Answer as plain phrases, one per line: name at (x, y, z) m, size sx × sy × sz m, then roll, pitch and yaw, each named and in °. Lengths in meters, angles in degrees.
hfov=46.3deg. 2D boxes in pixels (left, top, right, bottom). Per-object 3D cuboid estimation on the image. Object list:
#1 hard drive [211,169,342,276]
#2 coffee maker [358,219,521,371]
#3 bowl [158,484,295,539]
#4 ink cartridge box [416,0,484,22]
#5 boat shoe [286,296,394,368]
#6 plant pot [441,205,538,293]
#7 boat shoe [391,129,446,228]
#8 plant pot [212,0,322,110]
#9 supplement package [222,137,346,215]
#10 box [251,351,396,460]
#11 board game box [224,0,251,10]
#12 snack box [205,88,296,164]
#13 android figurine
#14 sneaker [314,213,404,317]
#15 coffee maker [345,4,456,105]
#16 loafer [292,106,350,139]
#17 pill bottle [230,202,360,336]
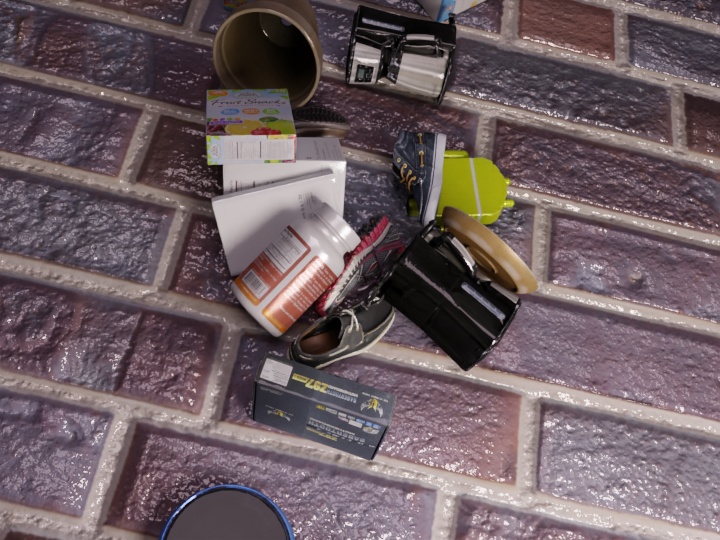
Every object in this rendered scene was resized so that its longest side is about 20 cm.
hard drive at (-0.127, -0.075, 1.349) m, size 0.195 × 0.134 × 0.026 m, roll -13°, pitch 28°, yaw -4°
coffee maker at (0.126, 0.058, 1.318) m, size 0.199 × 0.135 × 0.193 m, roll 40°, pitch 78°, yaw 5°
bowl at (-0.183, 0.391, 1.150) m, size 0.196 × 0.040 × 0.205 m, roll 4°, pitch 61°, yaw -7°
ink cartridge box at (0.207, -0.625, 1.718) m, size 0.198 × 0.129 × 0.126 m, roll -30°, pitch 69°, yaw -23°
boat shoe at (-0.023, 0.094, 1.323) m, size 0.197 × 0.068 × 0.072 m, roll -26°, pitch 67°, yaw -25°
plant pot at (0.201, -0.026, 1.359) m, size 0.199 × 0.200 × 0.028 m, roll 41°, pitch 84°, yaw 13°
boat shoe at (0.094, -0.157, 1.443) m, size 0.089 × 0.071 × 0.203 m, roll 8°, pitch 54°, yaw 2°
plant pot at (-0.152, -0.417, 1.526) m, size 0.196 × 0.202 × 0.175 m, roll 14°, pitch 44°, yaw -1°
supplement package at (-0.129, -0.150, 1.392) m, size 0.195 × 0.112 × 0.114 m, roll -1°, pitch 28°, yaw -10°
box at (-0.057, 0.199, 1.207) m, size 0.196 × 0.159 × 0.052 m, roll 19°, pitch 60°, yaw 1°
board game box at (-0.198, -0.591, 1.591) m, size 0.101 × 0.201 × 0.107 m, roll 14°, pitch 60°, yaw 0°
snack box at (-0.180, -0.236, 1.364) m, size 0.139 × 0.054 × 0.201 m, roll -1°, pitch 32°, yaw -9°
android figurine at (0.176, -0.139, 1.496) m, size 0.195 × 0.041 × 0.186 m, roll -3°, pitch 61°, yaw -8°
sneaker at (0.000, 0.000, 1.375) m, size 0.075 × 0.080 × 0.201 m, roll 47°, pitch 69°, yaw -17°
coffee maker at (0.075, -0.420, 1.599) m, size 0.195 × 0.137 × 0.194 m, roll 12°, pitch 37°, yaw -4°
loafer at (-0.116, -0.245, 1.499) m, size 0.195 × 0.072 × 0.074 m, roll -3°, pitch 33°, yaw -10°
pill bottle at (-0.097, -0.005, 1.303) m, size 0.200 × 0.112 × 0.112 m, roll -45°, pitch 74°, yaw -3°
